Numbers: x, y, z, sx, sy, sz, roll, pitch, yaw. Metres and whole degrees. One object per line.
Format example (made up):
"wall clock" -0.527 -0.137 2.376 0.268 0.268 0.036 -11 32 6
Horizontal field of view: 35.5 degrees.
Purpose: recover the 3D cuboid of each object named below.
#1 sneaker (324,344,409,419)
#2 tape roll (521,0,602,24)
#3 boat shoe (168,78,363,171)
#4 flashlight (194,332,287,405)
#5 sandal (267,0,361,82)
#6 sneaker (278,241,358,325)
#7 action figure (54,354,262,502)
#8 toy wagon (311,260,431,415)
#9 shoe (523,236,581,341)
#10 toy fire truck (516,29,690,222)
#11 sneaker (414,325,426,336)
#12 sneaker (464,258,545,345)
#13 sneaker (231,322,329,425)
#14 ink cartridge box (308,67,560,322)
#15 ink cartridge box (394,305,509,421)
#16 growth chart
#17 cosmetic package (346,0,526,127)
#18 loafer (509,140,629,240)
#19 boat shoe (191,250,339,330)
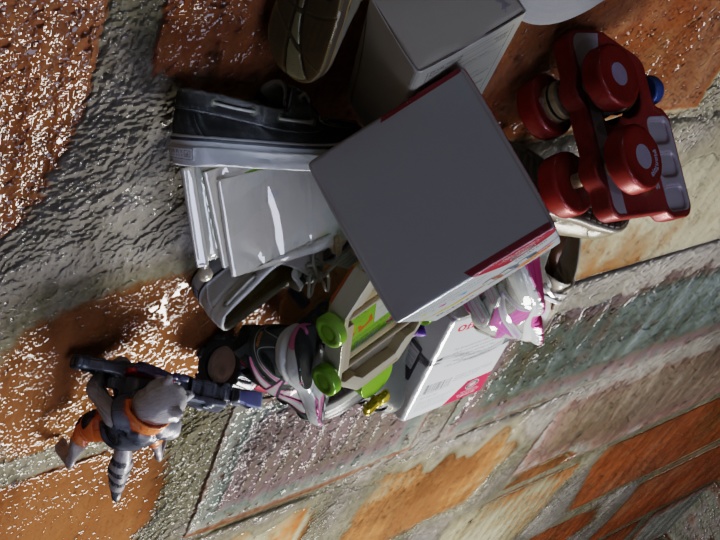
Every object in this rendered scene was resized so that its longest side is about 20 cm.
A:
"sneaker" 0.003 0.143 1.315 0.200 0.074 0.107 -37 133 -45
"tape roll" 0.180 -0.307 0.939 0.199 0.066 0.201 -28 151 -17
"boat shoe" -0.066 -0.122 0.928 0.199 0.072 0.072 -7 107 -44
"flashlight" -0.102 0.119 1.255 0.068 0.068 0.199 -39 151 16
"sandal" -0.011 -0.229 0.838 0.054 0.080 0.201 -29 156 -45
"sneaker" 0.000 0.000 1.178 0.199 0.075 0.088 -39 -178 18
"action figure" -0.201 0.156 1.119 0.198 0.106 0.194 12 150 -19
"toy wagon" 0.014 0.062 1.108 0.155 0.039 0.201 -33 146 -35
"shoe" 0.225 -0.012 1.338 0.069 0.053 0.203 10 94 -36
"toy fire truck" 0.263 -0.145 1.153 0.167 0.203 0.112 -7 171 -42
"sneaker" 0.025 0.053 1.226 0.199 0.083 0.081 -31 -156 37
"sneaker" 0.156 0.026 1.236 0.087 0.082 0.201 -4 147 6
"sneaker" -0.077 0.095 1.144 0.201 0.085 0.081 76 28 -62
"ink cartridge box" 0.070 -0.053 0.934 0.144 0.146 0.200 -32 173 9
"ink cartridge box" 0.115 0.082 1.424 0.144 0.084 0.201 -15 144 -35
"growth chart" -0.073 -0.067 1.004 0.198 0.018 0.147 -12 112 -36
"cosmetic package" 0.055 -0.174 0.923 0.103 0.074 0.200 -30 171 -13
"loafer" 0.187 -0.076 1.199 0.068 0.198 0.077 122 -11 -59
"boat shoe" -0.062 -0.007 1.091 0.201 0.086 0.075 -32 152 -7
